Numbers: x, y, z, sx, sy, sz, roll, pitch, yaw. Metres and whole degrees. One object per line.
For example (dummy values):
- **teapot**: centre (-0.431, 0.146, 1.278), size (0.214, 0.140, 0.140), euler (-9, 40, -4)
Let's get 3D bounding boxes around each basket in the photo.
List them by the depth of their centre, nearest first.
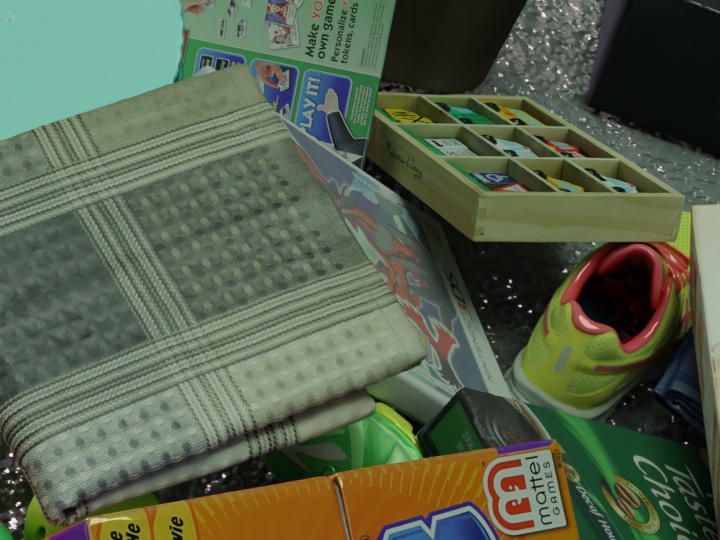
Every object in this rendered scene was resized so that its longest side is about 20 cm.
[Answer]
- **basket**: centre (0.056, -0.220, 1.451), size (0.179, 0.201, 0.136), euler (3, 32, -29)

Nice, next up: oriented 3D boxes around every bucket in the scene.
- **bucket**: centre (-0.185, -0.102, 1.241), size (0.205, 0.135, 0.209), euler (5, 69, -13)

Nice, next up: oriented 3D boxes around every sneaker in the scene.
- **sneaker**: centre (0.009, 0.133, 1.178), size (0.083, 0.074, 0.200), euler (-20, 57, -42)
- **sneaker**: centre (0.154, 0.014, 1.350), size (0.078, 0.091, 0.200), euler (31, 42, 12)

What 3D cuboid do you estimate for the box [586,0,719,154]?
- **box**: centre (0.255, -0.170, 1.571), size (0.181, 0.105, 0.201), euler (21, 42, -3)

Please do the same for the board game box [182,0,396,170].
- **board game box**: centre (-0.050, -0.139, 1.358), size (0.133, 0.202, 0.029), euler (11, 3, -9)

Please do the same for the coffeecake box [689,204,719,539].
- **coffeecake box**: centre (0.250, 0.054, 1.237), size (0.152, 0.073, 0.201), euler (-3, 42, 4)

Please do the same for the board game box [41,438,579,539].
- **board game box**: centre (-0.032, 0.194, 0.951), size (0.198, 0.200, 0.202), euler (-7, 79, -29)

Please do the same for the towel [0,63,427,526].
- **towel**: centre (-0.093, 0.007, 1.118), size (0.199, 0.035, 0.193), euler (-21, 62, -23)

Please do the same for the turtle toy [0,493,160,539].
- **turtle toy**: centre (-0.179, 0.142, 1.068), size (0.199, 0.101, 0.146), euler (-12, 52, -32)

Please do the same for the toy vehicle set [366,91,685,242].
- **toy vehicle set**: centre (0.080, -0.060, 1.378), size (0.123, 0.027, 0.200), euler (-1, 20, -23)

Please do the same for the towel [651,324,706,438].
- **towel**: centre (0.262, 0.088, 1.340), size (0.200, 0.024, 0.147), euler (39, 42, 0)

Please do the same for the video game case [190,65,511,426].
- **video game case**: centre (0.000, 0.000, 1.268), size (0.199, 0.023, 0.183), euler (32, 27, -41)

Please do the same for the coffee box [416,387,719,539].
- **coffee box**: centre (0.128, 0.129, 1.204), size (0.199, 0.044, 0.123), euler (18, 35, -40)
